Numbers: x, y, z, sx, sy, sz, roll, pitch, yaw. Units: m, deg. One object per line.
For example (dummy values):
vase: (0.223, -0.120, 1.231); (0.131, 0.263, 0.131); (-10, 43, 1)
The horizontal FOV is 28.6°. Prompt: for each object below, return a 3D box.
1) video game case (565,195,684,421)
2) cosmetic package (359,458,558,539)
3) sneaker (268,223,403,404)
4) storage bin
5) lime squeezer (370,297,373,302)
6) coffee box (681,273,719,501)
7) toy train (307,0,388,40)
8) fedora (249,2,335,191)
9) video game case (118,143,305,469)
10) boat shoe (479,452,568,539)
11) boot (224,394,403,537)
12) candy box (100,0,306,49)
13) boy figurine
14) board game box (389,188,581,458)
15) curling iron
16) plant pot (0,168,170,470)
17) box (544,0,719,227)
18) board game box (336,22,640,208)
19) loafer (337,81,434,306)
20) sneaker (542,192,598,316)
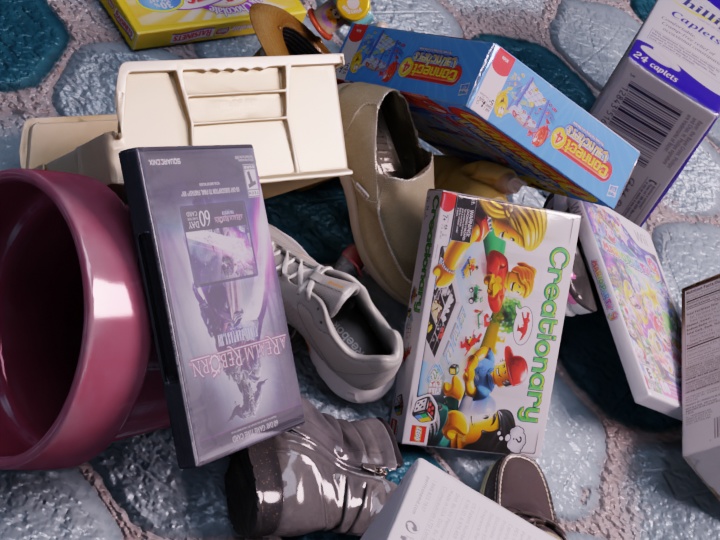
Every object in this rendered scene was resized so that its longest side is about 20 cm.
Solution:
video game case: (0.251, 0.036, 1.253); (0.143, 0.018, 0.201); (22, 46, -50)
cosmetic package: (0.066, 0.259, 0.879); (0.199, 0.200, 0.123); (28, 42, -1)
sneaker: (-0.040, 0.013, 1.094); (0.200, 0.092, 0.076); (40, 63, 2)
storage bin: (-0.141, -0.096, 1.088); (0.198, 0.200, 0.094); (-7, 88, -33)
lime squeezer: (-0.080, 0.002, 1.157); (0.199, 0.038, 0.071); (-3, 49, -33)
coffee box: (0.340, 0.107, 1.227); (0.114, 0.079, 0.201); (48, 35, -28)
toy train: (-0.005, -0.222, 1.328); (0.200, 0.056, 0.150); (50, 4, -41)
fedora: (-0.055, -0.138, 1.248); (0.201, 0.082, 0.201); (47, 21, -24)
video game case: (-0.094, 0.017, 0.933); (0.143, 0.019, 0.201); (-12, 90, -63)
boat shoe: (0.131, 0.215, 1.053); (0.073, 0.065, 0.201); (14, 45, -16)
boot: (-0.041, 0.113, 1.065); (0.131, 0.070, 0.201); (6, 59, -28)
candy box: (-0.158, -0.269, 1.376); (0.199, 0.026, 0.102); (-16, 63, -38)
boy figurine: (0.095, -0.041, 1.247); (0.064, 0.125, 0.200); (30, 13, -30)
board game box: (0.099, 0.044, 1.125); (0.125, 0.201, 0.035); (8, 2, -22)
curling iron: (0.000, 0.000, 1.180); (0.050, 0.026, 0.200); (52, 54, -13)
plant pot: (-0.174, 0.037, 0.979); (0.178, 0.200, 0.201); (6, 46, -46)
box: (0.290, -0.162, 1.402); (0.105, 0.184, 0.200); (31, 43, 3)
board game box: (0.105, -0.134, 1.216); (0.199, 0.056, 0.195); (29, -4, -37)
loafer: (0.030, -0.062, 1.155); (0.076, 0.068, 0.201); (-32, 102, -39)
sneaker: (0.162, -0.013, 1.276); (0.081, 0.086, 0.200); (65, 19, -14)
